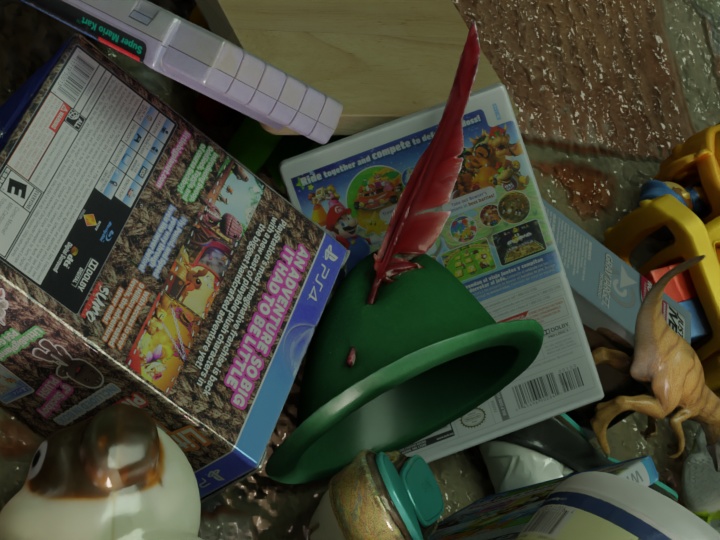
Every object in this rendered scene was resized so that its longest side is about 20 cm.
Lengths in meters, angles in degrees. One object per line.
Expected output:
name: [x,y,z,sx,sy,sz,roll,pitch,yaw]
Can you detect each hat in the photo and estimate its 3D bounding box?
hat: [0.000,0.000,1.031,0.199,0.166,0.177,-20,71,-23]

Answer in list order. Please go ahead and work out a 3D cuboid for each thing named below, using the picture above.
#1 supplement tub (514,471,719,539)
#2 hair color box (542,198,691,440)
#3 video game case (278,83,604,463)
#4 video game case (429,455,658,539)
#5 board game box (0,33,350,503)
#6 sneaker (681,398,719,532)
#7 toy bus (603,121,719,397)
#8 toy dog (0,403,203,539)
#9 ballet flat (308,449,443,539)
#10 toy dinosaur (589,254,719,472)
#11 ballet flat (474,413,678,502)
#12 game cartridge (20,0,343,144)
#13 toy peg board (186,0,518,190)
supplement tub: [0.101,0.216,0.879,0.145,0.145,0.200,45,70,-12]
hair color box: [0.110,0.019,1.163,0.199,0.099,0.061,35,40,-21]
video game case: [0.050,0.007,1.077,0.018,0.142,0.201,-114,-175,-78]
video game case: [0.059,0.158,1.019,0.199,0.143,0.018,-22,89,-44]
board game box: [-0.129,0.005,0.973,0.200,0.097,0.160,39,48,-18]
sneaker: [0.270,0.182,1.233,0.105,0.075,0.202,28,70,-40]
toy bus: [0.239,-0.003,1.284,0.191,0.136,0.201,-10,72,-26]
toy dog: [-0.095,0.161,0.878,0.193,0.140,0.201,-34,78,-14]
ballet flat: [0.005,0.135,0.980,0.071,0.070,0.200,63,5,6]
toy dinosaur: [0.182,0.056,1.115,0.200,0.106,0.061,57,11,-44]
ballet flat: [0.130,0.134,1.150,0.199,0.068,0.069,33,62,-22]
game cartridge: [-0.118,-0.130,0.989,0.199,0.039,0.129,29,8,32]
toy peg board: [-0.037,-0.142,1.151,0.199,0.098,0.200,-4,55,-41]
